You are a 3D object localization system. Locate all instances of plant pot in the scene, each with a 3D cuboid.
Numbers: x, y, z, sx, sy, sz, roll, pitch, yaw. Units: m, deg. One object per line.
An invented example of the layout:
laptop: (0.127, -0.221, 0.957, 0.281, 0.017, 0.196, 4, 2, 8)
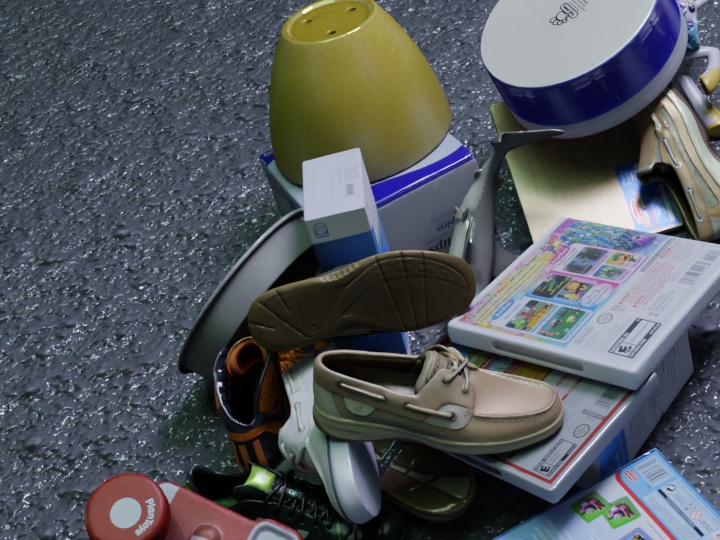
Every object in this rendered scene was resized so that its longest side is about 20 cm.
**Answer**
plant pot: (-0.016, -0.202, 1.369, 0.198, 0.143, 0.201, -12, 35, 9)

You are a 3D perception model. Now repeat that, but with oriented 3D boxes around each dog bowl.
dog bowl: (0.225, -0.236, 1.329, 0.199, 0.079, 0.201, -22, 44, 22)

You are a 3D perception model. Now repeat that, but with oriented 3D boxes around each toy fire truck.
toy fire truck: (-0.152, 0.266, 1.020, 0.167, 0.112, 0.201, 20, 61, 17)

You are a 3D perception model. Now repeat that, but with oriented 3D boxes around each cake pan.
cake pan: (-0.099, 0.030, 1.262, 0.037, 0.201, 0.200, 37, 56, 9)

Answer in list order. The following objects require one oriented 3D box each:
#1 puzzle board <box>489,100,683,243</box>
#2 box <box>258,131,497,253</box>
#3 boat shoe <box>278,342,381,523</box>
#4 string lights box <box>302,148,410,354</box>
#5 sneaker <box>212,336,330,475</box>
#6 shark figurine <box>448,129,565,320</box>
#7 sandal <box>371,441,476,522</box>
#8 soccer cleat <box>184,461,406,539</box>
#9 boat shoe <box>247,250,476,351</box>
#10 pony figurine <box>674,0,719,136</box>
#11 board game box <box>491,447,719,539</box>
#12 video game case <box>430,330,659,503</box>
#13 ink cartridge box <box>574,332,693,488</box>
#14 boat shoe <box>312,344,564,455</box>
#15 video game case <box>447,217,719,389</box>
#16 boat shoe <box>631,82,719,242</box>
puzzle board: (0.231, -0.108, 1.353, 0.150, 0.017, 0.201, -16, 63, 3)
box: (0.016, -0.086, 1.413, 0.183, 0.105, 0.200, -28, 37, -11)
boat shoe: (-0.033, 0.141, 1.084, 0.069, 0.071, 0.201, -26, 37, 7)
string lights box: (0.000, 0.000, 1.223, 0.058, 0.201, 0.103, -13, 35, 6)
sneaker: (-0.078, 0.091, 1.214, 0.077, 0.113, 0.201, -6, 37, 16)
shark figurine: (0.135, -0.040, 1.305, 0.089, 0.216, 0.128, 16, -1, -14)
sandal: (0.025, 0.164, 1.122, 0.080, 0.054, 0.199, -47, 46, -16)
soccer cleat: (-0.060, 0.201, 1.086, 0.198, 0.081, 0.068, 1, 40, 25)
boat shoe: (0.000, 0.022, 1.136, 0.198, 0.074, 0.065, -9, 6, -1)
pony figurine: (0.314, -0.234, 1.457, 0.191, 0.167, 0.201, -9, 57, 12)
board game box: (0.182, 0.232, 0.974, 0.199, 0.037, 0.151, -26, 36, -11)
video game case: (0.123, 0.104, 1.072, 0.199, 0.018, 0.143, 20, 52, 43)
ink cartridge box: (0.208, 0.089, 1.126, 0.115, 0.067, 0.200, 15, 48, 39)
boat shoe: (0.061, 0.096, 1.013, 0.198, 0.065, 0.071, 1, 32, 2)
video game case: (0.203, 0.021, 1.125, 0.181, 0.024, 0.200, 13, 38, 38)
boat shoe: (0.306, -0.115, 1.297, 0.076, 0.072, 0.201, -28, 63, -5)
